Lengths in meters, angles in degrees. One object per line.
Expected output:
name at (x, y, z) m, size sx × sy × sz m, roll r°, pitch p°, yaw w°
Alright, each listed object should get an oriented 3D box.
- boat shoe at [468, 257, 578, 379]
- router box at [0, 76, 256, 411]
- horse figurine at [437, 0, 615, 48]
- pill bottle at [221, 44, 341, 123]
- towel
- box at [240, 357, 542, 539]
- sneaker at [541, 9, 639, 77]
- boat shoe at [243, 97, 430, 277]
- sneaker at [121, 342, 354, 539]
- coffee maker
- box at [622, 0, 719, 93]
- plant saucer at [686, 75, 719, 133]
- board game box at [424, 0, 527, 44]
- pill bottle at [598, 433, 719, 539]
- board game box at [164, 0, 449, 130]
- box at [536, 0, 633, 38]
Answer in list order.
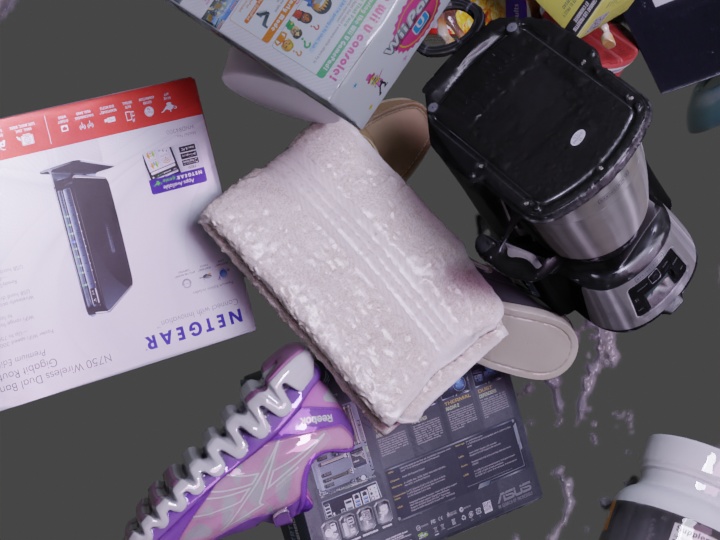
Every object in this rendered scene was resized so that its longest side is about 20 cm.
boat shoe at (0.061, 0.021, 1.105) m, size 0.199 × 0.063 × 0.073 m, roll 21°, pitch 112°, yaw -11°
router box at (-0.184, -0.019, 1.012) m, size 0.199 × 0.049 × 0.181 m, roll -18°, pitch 96°, yaw -29°
horse figurine at (0.096, -0.208, 1.110) m, size 0.199 × 0.050 × 0.133 m, roll -7°, pitch 65°, yaw -21°
pill bottle at (-0.022, -0.208, 1.021) m, size 0.113 × 0.113 × 0.201 m, roll 22°, pitch 81°, yaw -27°
towel at (0.000, 0.000, 1.019) m, size 0.200 × 0.034 × 0.132 m, roll 48°, pitch 60°, yaw 4°
box at (0.026, 0.124, 1.121) m, size 0.199 × 0.051 × 0.159 m, roll -18°, pitch 95°, yaw -29°
sneaker at (0.142, -0.132, 1.196) m, size 0.078 × 0.116 × 0.200 m, roll 40°, pitch 38°, yaw 14°
boat shoe at (-0.012, -0.061, 1.098) m, size 0.200 × 0.069 × 0.074 m, roll -40°, pitch 106°, yaw -24°
sneaker at (-0.080, 0.146, 1.018) m, size 0.088 × 0.080 × 0.200 m, roll 44°, pitch 89°, yaw -11°
coffee maker at (0.133, -0.073, 1.033) m, size 0.200 × 0.134 × 0.193 m, roll 51°, pitch 17°, yaw -57°
box at (0.275, -0.276, 1.218) m, size 0.182 × 0.104 × 0.201 m, roll -43°, pitch 109°, yaw -46°
plant saucer at (0.342, -0.179, 1.231) m, size 0.200 × 0.200 × 0.027 m, roll -40°, pitch 97°, yaw -25°
board game box at (0.029, -0.249, 1.143) m, size 0.199 × 0.046 × 0.152 m, roll -3°, pitch 89°, yaw -29°
pill bottle at (0.239, 0.239, 1.201) m, size 0.116 × 0.116 × 0.201 m, roll 29°, pitch 74°, yaw -25°
board game box at (-0.043, -0.202, 0.933) m, size 0.148 × 0.200 × 0.064 m, roll -55°, pitch 157°, yaw 0°
box at (0.115, -0.259, 1.087) m, size 0.200 × 0.050 × 0.075 m, roll 48°, pitch 51°, yaw 10°
